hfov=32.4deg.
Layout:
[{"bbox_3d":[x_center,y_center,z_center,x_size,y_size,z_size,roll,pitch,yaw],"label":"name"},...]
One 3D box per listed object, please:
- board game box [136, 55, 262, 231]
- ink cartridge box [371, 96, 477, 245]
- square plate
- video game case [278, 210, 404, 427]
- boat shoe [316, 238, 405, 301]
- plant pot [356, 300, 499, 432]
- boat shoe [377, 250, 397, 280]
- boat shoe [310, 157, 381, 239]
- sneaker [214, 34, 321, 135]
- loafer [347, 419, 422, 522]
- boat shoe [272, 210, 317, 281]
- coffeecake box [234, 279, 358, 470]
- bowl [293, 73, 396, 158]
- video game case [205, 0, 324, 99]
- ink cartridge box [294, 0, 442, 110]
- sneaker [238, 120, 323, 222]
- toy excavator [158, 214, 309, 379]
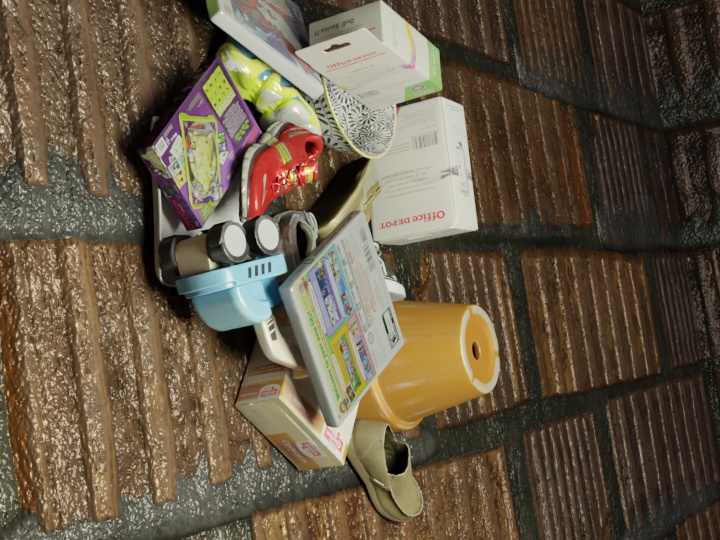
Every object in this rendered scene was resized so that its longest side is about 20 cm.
[{"bbox_3d":[-0.187,-0.154,1.478,0.120,0.032,0.200,58,35,-27],"label":"board game box"},{"bbox_3d":[0.088,-0.147,1.889,0.083,0.146,0.200,7,74,-59],"label":"ink cartridge box"},{"bbox_3d":[-0.190,-0.066,1.498,0.198,0.028,0.200,16,66,-58],"label":"square plate"},{"bbox_3d":[-0.019,0.057,1.508,0.182,0.022,0.200,-49,130,-46],"label":"video game case"},{"bbox_3d":[-0.003,0.001,1.628,0.199,0.073,0.068,18,62,-55],"label":"boat shoe"},{"bbox_3d":[0.089,0.123,1.758,0.200,0.183,0.201,28,56,-53],"label":"plant pot"},{"bbox_3d":[-0.016,0.004,1.746,0.200,0.067,0.057,-6,69,-62],"label":"boat shoe"},{"bbox_3d":[-0.013,-0.093,1.769,0.066,0.074,0.200,60,34,-20],"label":"boat shoe"},{"bbox_3d":[-0.114,-0.252,1.648,0.200,0.076,0.105,42,45,-46],"label":"sneaker"},{"bbox_3d":[0.042,0.283,1.739,0.200,0.067,0.076,55,37,-35],"label":"loafer"},{"bbox_3d":[-0.085,-0.031,1.602,0.202,0.065,0.075,-53,134,-72],"label":"boat shoe"},{"bbox_3d":[-0.067,0.130,1.595,0.154,0.073,0.200,51,39,-37],"label":"coffeecake box"},{"bbox_3d":[-0.037,-0.247,1.759,0.201,0.094,0.201,28,57,-53],"label":"bowl"},{"bbox_3d":[-0.132,-0.334,1.611,0.200,0.023,0.182,33,31,-43],"label":"video game case"},{"bbox_3d":[0.011,-0.290,1.643,0.200,0.117,0.067,27,56,-54],"label":"ink cartridge box"},{"bbox_3d":[-0.097,-0.126,1.546,0.200,0.085,0.077,-65,166,-49],"label":"sneaker"},{"bbox_3d":[-0.125,0.041,1.437,0.194,0.100,0.200,-15,93,-57],"label":"toy excavator"}]
